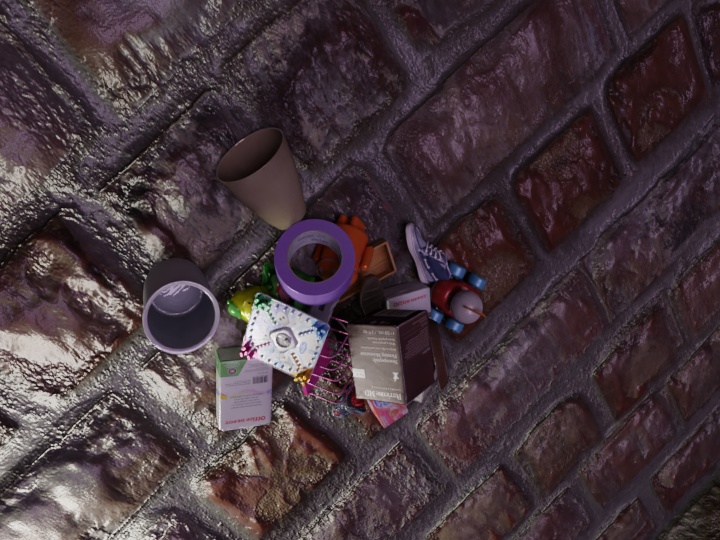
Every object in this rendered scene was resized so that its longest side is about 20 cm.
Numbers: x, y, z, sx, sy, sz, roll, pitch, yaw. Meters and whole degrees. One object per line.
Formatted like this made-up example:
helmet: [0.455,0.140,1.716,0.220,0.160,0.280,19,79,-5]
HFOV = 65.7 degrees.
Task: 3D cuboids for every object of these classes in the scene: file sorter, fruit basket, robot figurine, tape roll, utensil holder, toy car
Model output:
file sorter: [-0.083,0.240,1.507,0.140,0.123,0.203,-54,148,-40]
fruit basket: [-0.231,0.090,1.439,0.213,0.153,0.221,-25,125,-43]
robot figurine: [-0.045,-0.044,1.475,0.141,0.117,0.205,20,75,-11]
tape roll: [-0.111,-0.021,1.362,0.196,0.203,0.066,-24,159,-14]
utensil holder: [-0.429,0.076,1.320,0.166,0.200,0.175,-7,110,-20]
toy car: [0.315,0.106,1.655,0.174,0.200,0.187,24,97,-28]

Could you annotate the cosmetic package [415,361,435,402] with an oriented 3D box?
cosmetic package: [0.165,0.306,1.650,0.101,0.199,0.075,16,104,16]

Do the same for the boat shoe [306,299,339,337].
boat shoe: [-0.103,0.105,1.458,0.071,0.202,0.066,26,124,-9]

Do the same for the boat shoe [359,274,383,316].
boat shoe: [0.024,0.081,1.567,0.070,0.068,0.203,-16,133,-13]

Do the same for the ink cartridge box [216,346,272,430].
ink cartridge box: [-0.317,0.315,1.514,0.141,0.084,0.205,-2,108,-22]

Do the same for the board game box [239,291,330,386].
board game box: [-0.194,0.176,1.387,0.196,0.026,0.203,24,122,2]

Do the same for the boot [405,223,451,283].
boot: [0.197,-0.054,1.604,0.088,0.074,0.203,-7,127,25]

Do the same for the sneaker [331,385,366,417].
sneaker: [-0.038,0.396,1.607,0.095,0.200,0.080,-39,83,-3]

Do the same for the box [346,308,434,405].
box: [0.082,0.217,1.457,0.163,0.163,0.206,-18,103,-54]

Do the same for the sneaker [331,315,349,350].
sneaker: [0.002,0.195,1.607,0.200,0.070,0.090,45,53,3]

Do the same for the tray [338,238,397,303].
tray: [0.000,0.000,1.576,0.197,0.037,0.100,-28,116,-14]

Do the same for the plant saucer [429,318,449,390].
plant saucer: [0.220,0.230,1.565,0.034,0.201,0.205,-12,114,7]

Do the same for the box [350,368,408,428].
box: [0.056,0.357,1.683,0.094,0.100,0.203,-30,117,-11]

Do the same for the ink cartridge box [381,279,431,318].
ink cartridge box: [0.132,0.146,1.652,0.143,0.084,0.205,-14,112,-22]

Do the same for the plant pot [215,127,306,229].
plant pot: [-0.217,-0.201,1.347,0.186,0.187,0.202,-38,130,-7]
